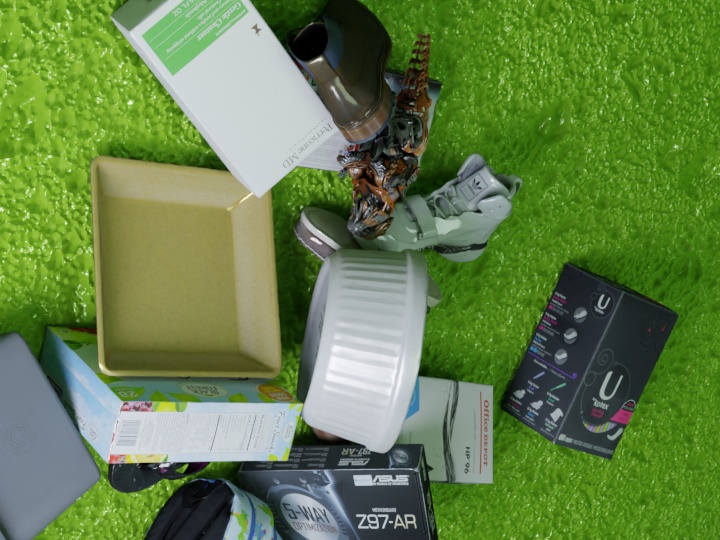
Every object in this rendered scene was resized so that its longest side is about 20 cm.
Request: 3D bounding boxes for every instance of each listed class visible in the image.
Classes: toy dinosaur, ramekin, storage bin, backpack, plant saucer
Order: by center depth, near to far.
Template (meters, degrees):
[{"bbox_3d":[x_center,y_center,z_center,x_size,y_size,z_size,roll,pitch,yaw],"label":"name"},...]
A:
[{"bbox_3d":[-0.335,0.157,1.279,0.134,0.145,0.201,-34,103,-32],"label":"storage bin"},{"bbox_3d":[-0.172,0.004,1.351,0.199,0.048,0.202,4,76,-38],"label":"plant saucer"},{"bbox_3d":[-0.002,0.072,1.400,0.093,0.203,0.204,10,106,-7],"label":"ramekin"},{"bbox_3d":[0.022,-0.136,1.421,0.135,0.101,0.202,22,68,-55],"label":"toy dinosaur"},{"bbox_3d":[-0.168,0.313,1.472,0.153,0.162,0.202,23,74,-36],"label":"backpack"}]

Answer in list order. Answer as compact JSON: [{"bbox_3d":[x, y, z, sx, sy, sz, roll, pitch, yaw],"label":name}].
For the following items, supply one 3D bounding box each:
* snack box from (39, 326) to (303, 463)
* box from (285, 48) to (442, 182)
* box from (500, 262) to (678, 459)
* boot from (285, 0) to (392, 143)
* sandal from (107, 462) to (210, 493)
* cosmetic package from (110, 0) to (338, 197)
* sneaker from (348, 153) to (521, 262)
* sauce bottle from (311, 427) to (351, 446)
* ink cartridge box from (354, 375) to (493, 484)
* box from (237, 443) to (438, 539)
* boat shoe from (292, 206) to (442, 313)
[{"bbox_3d":[-0.182,0.117,1.357,0.199,0.168,0.068,4,110,-38],"label":"snack box"},{"bbox_3d":[-0.013,-0.156,1.451,0.199,0.035,0.111,5,107,-39],"label":"box"},{"bbox_3d":[0.280,0.111,1.749,0.122,0.106,0.202,18,98,-41],"label":"box"},{"bbox_3d":[-0.022,-0.216,1.320,0.074,0.201,0.097,-27,132,15],"label":"boot"},{"bbox_3d":[-0.167,0.172,1.473,0.199,0.048,0.076,-25,123,-27],"label":"sandal"},{"bbox_3d":[-0.121,-0.180,1.300,0.107,0.085,0.200,-41,119,-4],"label":"cosmetic package"},{"bbox_3d":[0.083,-0.068,1.512,0.199,0.075,0.115,1,139,-43],"label":"sneaker"},{"bbox_3d":[-0.025,0.136,1.554,0.064,0.065,0.202,-11,115,-33],"label":"sauce bottle"},{"bbox_3d":[0.089,0.184,1.634,0.199,0.068,0.117,10,77,-40],"label":"ink cartridge box"},{"bbox_3d":[-0.020,0.264,1.549,0.198,0.044,0.161,-2,121,12],"label":"box"},{"bbox_3d":[0.000,0.000,1.512,0.199,0.072,0.059,30,118,-36],"label":"boat shoe"}]
